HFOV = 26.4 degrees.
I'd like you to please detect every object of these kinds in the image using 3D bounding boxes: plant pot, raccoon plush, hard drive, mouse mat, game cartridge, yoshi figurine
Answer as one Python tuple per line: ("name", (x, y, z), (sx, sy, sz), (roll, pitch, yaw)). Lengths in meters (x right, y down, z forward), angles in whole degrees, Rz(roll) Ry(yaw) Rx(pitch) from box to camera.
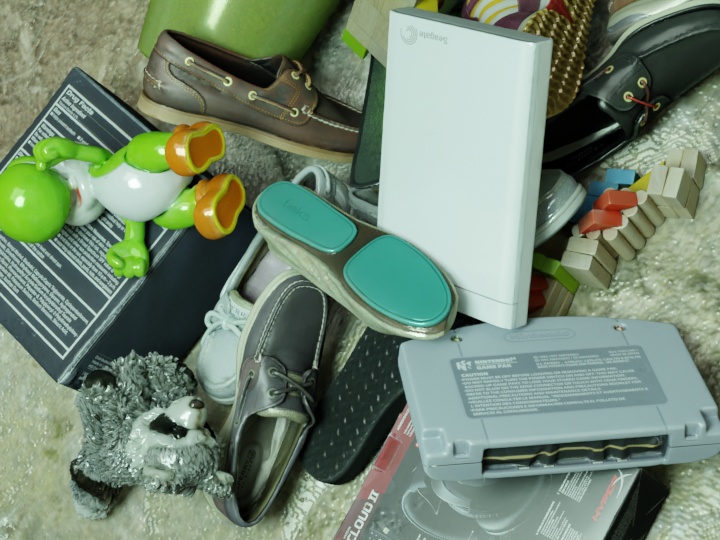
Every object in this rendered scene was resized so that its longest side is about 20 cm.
("plant pot", (-0.092, -0.242, 1.275), (0.200, 0.200, 0.190), (31, 100, 33))
("raccoon plush", (-0.156, 0.159, 1.171), (0.096, 0.200, 0.134), (-10, 47, -23))
("hard drive", (0.068, -0.072, 1.067), (0.132, 0.027, 0.201), (21, 116, 41))
("mouse mat", (0.072, -0.147, 1.193), (0.161, 0.008, 0.200), (-16, 39, 22))
("game cartridge", (0.130, 0.082, 1.035), (0.199, 0.041, 0.134), (-3, 37, -6))
("yoshi figurine", (-0.196, -0.056, 1.150), (0.199, 0.112, 0.113), (-2, 77, 28))

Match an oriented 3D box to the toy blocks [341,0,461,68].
("toy blocks", (0.062, -0.243, 1.189), (0.100, 0.200, 0.137), (44, 75, 4))

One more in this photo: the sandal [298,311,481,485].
("sandal", (0.027, 0.079, 1.163), (0.201, 0.048, 0.075), (-50, 55, 18))

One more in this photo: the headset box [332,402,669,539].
("headset box", (0.089, 0.167, 1.073), (0.200, 0.077, 0.149), (25, 83, 33))

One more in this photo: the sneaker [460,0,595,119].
("sneaker", (0.114, -0.168, 1.131), (0.090, 0.075, 0.200), (-16, 35, 36))

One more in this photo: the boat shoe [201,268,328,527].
("boat shoe", (-0.063, 0.099, 1.157), (0.065, 0.072, 0.201), (29, 100, 59))

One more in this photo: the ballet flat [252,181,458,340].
("ballet flat", (0.000, 0.000, 1.108), (0.067, 0.062, 0.200), (-37, 53, -20))

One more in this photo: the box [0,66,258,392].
("box", (-0.210, -0.023, 1.273), (0.200, 0.123, 0.199), (40, 93, 31))

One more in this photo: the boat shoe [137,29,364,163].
("boat shoe", (-0.072, -0.136, 1.207), (0.070, 0.199, 0.070), (-123, 49, -59))

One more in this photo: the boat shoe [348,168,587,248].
("boat shoe", (0.075, -0.046, 1.133), (0.202, 0.065, 0.074), (-5, 37, 47))

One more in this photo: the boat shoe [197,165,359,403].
("boat shoe", (-0.073, 0.011, 1.214), (0.074, 0.065, 0.202), (35, 91, 34))

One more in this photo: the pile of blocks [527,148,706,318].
("pile of blocks", (0.161, -0.030, 1.118), (0.200, 0.062, 0.082), (-43, 58, 7))

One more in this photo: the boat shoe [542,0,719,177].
("boat shoe", (0.194, -0.126, 1.125), (0.201, 0.074, 0.063), (-30, 41, 22))

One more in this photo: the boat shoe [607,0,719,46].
("boat shoe", (0.274, -0.219, 1.125), (0.199, 0.076, 0.072), (-12, 64, 22))
